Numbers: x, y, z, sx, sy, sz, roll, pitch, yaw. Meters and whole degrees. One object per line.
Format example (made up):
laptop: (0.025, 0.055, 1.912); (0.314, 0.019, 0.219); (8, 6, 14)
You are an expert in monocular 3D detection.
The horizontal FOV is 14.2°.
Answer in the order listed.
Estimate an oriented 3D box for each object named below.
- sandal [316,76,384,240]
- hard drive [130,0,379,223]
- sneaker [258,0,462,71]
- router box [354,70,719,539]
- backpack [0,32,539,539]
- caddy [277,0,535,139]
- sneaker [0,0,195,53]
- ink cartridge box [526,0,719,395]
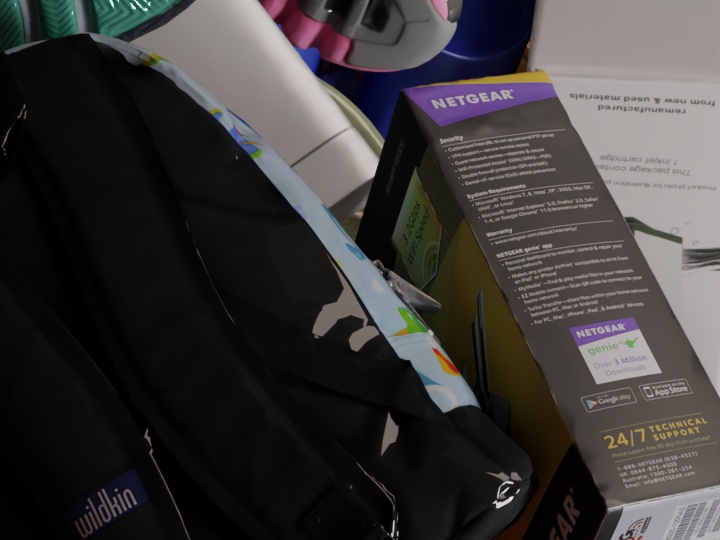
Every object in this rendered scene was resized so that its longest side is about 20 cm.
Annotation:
sandal: (0.001, 0.000, 1.042); (0.201, 0.080, 0.057); (52, -12, 9)
hard drive: (-0.102, -0.070, 0.947); (0.200, 0.132, 0.027); (53, -10, 13)
sneaker: (-0.027, -0.158, 1.003); (0.200, 0.079, 0.095); (49, 40, 6)
router box: (0.041, 0.065, 0.888); (0.052, 0.201, 0.158); (-9, 52, -22)
backpack: (-0.063, 0.031, 0.832); (0.200, 0.163, 0.154); (52, 3, 7)
caddy: (-0.006, -0.098, 1.165); (0.141, 0.105, 0.200); (20, 35, -5)
sneaker: (-0.141, -0.105, 0.876); (0.088, 0.198, 0.075); (-92, 176, -62)
ink cartridge box: (0.110, -0.053, 1.136); (0.084, 0.201, 0.147); (3, 49, 7)
